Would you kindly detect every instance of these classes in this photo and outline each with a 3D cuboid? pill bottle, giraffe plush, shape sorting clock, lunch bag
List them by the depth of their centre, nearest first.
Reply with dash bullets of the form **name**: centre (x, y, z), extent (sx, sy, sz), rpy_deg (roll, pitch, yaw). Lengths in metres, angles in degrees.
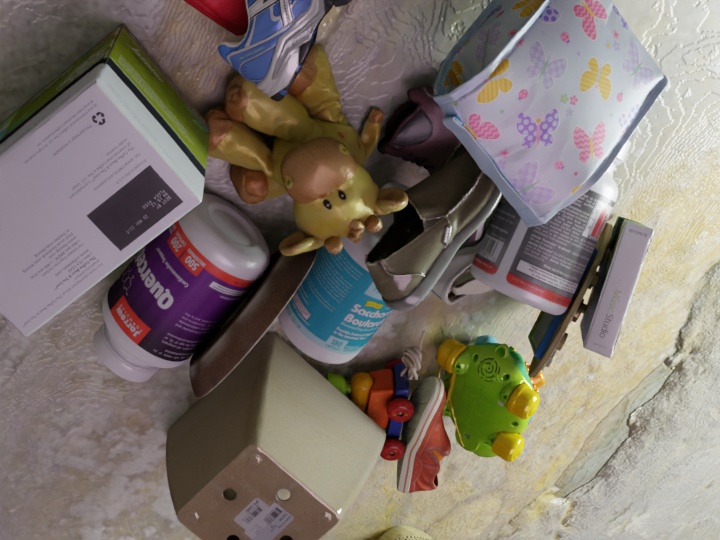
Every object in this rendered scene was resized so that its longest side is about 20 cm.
- **lunch bag**: centre (0.168, -0.169, 1.065), extent (0.170, 0.127, 0.201), rpy_deg (45, 68, -22)
- **giraffe plush**: centre (-0.046, -0.095, 1.087), extent (0.199, 0.163, 0.173), rpy_deg (31, 113, -36)
- **pill bottle**: centre (-0.192, 0.023, 1.167), extent (0.112, 0.113, 0.200), rpy_deg (28, 115, -36)
- **pill bottle**: centre (0.000, 0.000, 1.208), extent (0.110, 0.111, 0.200), rpy_deg (16, 128, -30)
- **pill bottle**: centre (0.208, -0.064, 1.208), extent (0.115, 0.116, 0.201), rpy_deg (20, 97, -33)
- **shape sorting clock**: centre (0.246, 0.036, 1.305), extent (0.039, 0.200, 0.201), rpy_deg (26, 121, 1)

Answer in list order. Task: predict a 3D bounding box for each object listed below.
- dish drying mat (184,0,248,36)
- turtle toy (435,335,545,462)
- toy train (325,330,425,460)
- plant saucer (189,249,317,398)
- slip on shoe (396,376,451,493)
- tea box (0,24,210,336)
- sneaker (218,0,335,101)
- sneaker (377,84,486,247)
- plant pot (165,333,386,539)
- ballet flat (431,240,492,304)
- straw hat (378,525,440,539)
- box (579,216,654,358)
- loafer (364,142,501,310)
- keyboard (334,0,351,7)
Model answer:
- **dish drying mat**: centre (-0.157, -0.282, 0.986), extent (0.199, 0.018, 0.077), rpy_deg (30, 113, -36)
- **turtle toy**: centre (0.165, 0.166, 1.419), extent (0.101, 0.145, 0.201), rpy_deg (-32, 145, -41)
- **toy train**: centre (0.007, 0.142, 1.373), extent (0.115, 0.085, 0.201), rpy_deg (4, 128, -7)
- **plant saucer**: centre (-0.120, 0.046, 1.178), extent (0.032, 0.200, 0.200), rpy_deg (38, 111, -10)
- **slip on shoe**: centre (0.086, 0.209, 1.410), extent (0.061, 0.074, 0.201), rpy_deg (5, 131, -4)
- **tea box**: centre (-0.249, -0.085, 0.981), extent (0.199, 0.197, 0.134), rpy_deg (-36, 112, 10)
- **sneaker**: centre (-0.058, -0.252, 0.987), extent (0.077, 0.076, 0.201), rpy_deg (27, 107, -7)
- **sneaker**: centre (0.075, -0.113, 1.190), extent (0.114, 0.076, 0.201), rpy_deg (-7, 122, -7)
- **plant pot**: centre (-0.108, 0.234, 1.288), extent (0.200, 0.177, 0.200), rpy_deg (43, 108, -13)
- **ballet flat**: centre (0.172, -0.016, 1.303), extent (0.199, 0.070, 0.070), rpy_deg (-27, 133, 2)
- **straw hat**: centre (0.066, 0.417, 1.617), extent (0.199, 0.085, 0.202), rpy_deg (-6, 129, -8)
- **box**: centre (0.288, 0.013, 1.268), extent (0.036, 0.200, 0.146), rpy_deg (18, 97, 7)
- **loafer**: centre (0.073, -0.057, 1.096), extent (0.070, 0.075, 0.201), rpy_deg (42, 73, -31)
- **keyboard**: centre (0.017, -0.338, 1.003), extent (0.200, 0.021, 0.127), rpy_deg (-41, 131, 14)
